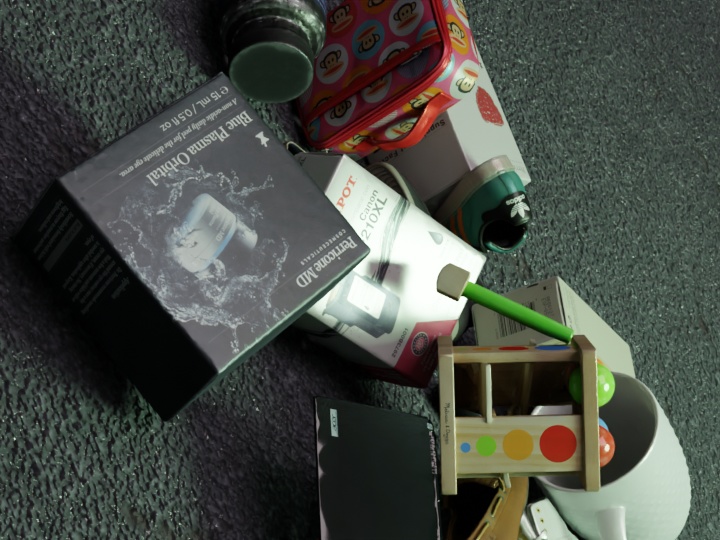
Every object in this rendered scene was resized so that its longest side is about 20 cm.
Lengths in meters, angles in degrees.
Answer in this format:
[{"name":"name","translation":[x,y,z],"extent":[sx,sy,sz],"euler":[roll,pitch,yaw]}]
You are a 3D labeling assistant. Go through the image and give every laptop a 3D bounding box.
[{"name":"laptop","translation":[0.020,0.222,1.391],"extent":[0.200,0.103,0.178],"euler":[84,3,-64]}]

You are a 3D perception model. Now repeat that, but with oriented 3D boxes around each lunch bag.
[{"name":"lunch bag","translation":[0.024,-0.202,1.662],"extent":[0.082,0.200,0.177],"euler":[22,46,-47]}]

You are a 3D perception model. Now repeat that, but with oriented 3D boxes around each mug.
[{"name":"mug","translation":[0.266,0.232,1.654],"extent":[0.200,0.147,0.175],"euler":[-90,155,-44]}]

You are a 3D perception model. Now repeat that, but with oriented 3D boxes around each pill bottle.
[{"name":"pill bottle","translation":[-0.089,-0.271,1.649],"extent":[0.112,0.112,0.200],"euler":[31,41,-34]}]

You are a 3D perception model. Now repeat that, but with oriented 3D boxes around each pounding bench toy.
[{"name":"pounding bench toy","translation":[0.147,0.090,1.454],"extent":[0.124,0.155,0.201],"euler":[-58,146,-85]}]

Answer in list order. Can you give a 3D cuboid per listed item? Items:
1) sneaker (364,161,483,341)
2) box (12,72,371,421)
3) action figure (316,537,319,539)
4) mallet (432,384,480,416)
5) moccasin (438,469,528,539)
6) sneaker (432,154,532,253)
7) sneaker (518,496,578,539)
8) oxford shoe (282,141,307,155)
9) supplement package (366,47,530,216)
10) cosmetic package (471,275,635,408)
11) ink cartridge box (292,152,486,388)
[{"name":"sneaker","translation":[0.061,-0.020,1.685],"extent":[0.106,0.075,0.201],"euler":[-18,87,-61]},{"name":"box","translation":[-0.135,-0.022,1.317],"extent":[0.200,0.117,0.197],"euler":[50,52,1]},{"name":"action figure","translation":[-0.012,0.244,1.387],"extent":[0.066,0.052,0.200],"euler":[55,35,-13]},{"name":"mallet","translation":[0.128,0.104,1.696],"extent":[0.066,0.041,0.200],"euler":[51,29,-7]},{"name":"moccasin","translation":[0.111,0.219,1.539],"extent":[0.078,0.074,0.202],"euler":[47,33,-18]},{"name":"sneaker","translation":[0.127,-0.044,1.690],"extent":[0.071,0.200,0.080],"euler":[-23,75,-17]},{"name":"sneaker","translation":[0.163,0.292,1.557],"extent":[0.116,0.074,0.200],"euler":[54,24,-3]},{"name":"oxford shoe","translation":[-0.018,-0.051,1.577],"extent":[0.200,0.073,0.071],"euler":[34,44,-20]},{"name":"supplement package","translation":[0.078,-0.161,1.767],"extent":[0.121,0.120,0.200],"euler":[4,60,-52]},{"name":"cosmetic package","translation":[0.207,0.088,1.702],"extent":[0.200,0.103,0.073],"euler":[38,38,-50]},{"name":"ink cartridge box","translation":[0.000,0.000,1.512],"extent":[0.200,0.084,0.145],"euler":[34,74,-32]}]
